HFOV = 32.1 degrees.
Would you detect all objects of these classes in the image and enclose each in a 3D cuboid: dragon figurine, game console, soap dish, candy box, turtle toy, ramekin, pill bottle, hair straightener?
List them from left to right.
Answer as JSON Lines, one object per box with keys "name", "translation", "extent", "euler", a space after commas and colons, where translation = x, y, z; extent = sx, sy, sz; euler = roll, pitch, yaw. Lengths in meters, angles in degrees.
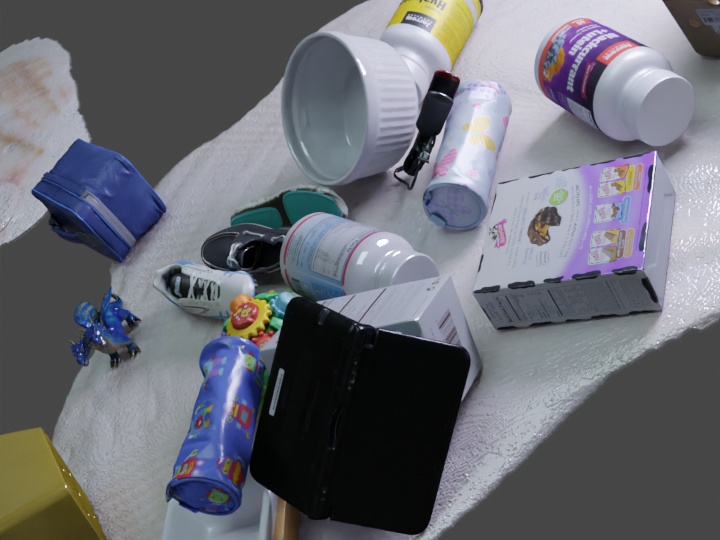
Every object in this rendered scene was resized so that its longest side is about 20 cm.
{"name": "dragon figurine", "translation": [-0.355, 0.065, 1.730], "extent": [0.058, 0.100, 0.201], "euler": [-26, 39, 13]}
{"name": "soap dish", "translation": [-0.138, 0.314, 1.320], "extent": [0.155, 0.081, 0.202], "euler": [-21, 41, 21]}
{"name": "turtle toy", "translation": [-0.125, 0.101, 1.508], "extent": [0.144, 0.101, 0.202], "euler": [-4, 49, 36]}
{"name": "ramekin", "translation": [-0.010, -0.218, 1.670], "extent": [0.104, 0.204, 0.199], "euler": [-9, 21, -36]}
{"name": "game console", "translation": [-0.005, 0.147, 1.280], "extent": [0.175, 0.115, 0.203], "euler": [22, 101, 45]}
{"name": "pill bottle", "translation": [0.000, 0.000, 1.505], "extent": [0.199, 0.109, 0.109], "euler": [19, 64, 47]}
{"name": "hair straightener", "translation": [0.074, -0.164, 1.582], "extent": [0.201, 0.040, 0.078], "euler": [121, 170, -56]}
{"name": "pill bottle", "translation": [0.091, -0.329, 1.763], "extent": [0.110, 0.112, 0.202], "euler": [3, 54, 40]}
{"name": "candy box", "translation": [0.236, -0.031, 1.378], "extent": [0.197, 0.072, 0.169], "euler": [-9, 46, 31]}
{"name": "pill bottle", "translation": [0.302, -0.222, 1.484], "extent": [0.111, 0.112, 0.200], "euler": [-40, 38, -4]}

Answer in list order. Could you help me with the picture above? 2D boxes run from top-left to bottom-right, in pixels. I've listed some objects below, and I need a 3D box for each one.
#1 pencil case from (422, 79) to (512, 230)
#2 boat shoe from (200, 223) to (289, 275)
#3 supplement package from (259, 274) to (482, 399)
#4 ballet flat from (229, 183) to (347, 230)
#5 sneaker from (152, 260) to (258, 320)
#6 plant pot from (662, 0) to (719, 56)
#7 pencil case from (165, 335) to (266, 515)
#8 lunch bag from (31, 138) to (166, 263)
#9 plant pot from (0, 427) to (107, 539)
{"name": "pencil case", "translation": [0.135, -0.146, 1.567], "extent": [0.091, 0.082, 0.202], "euler": [118, 171, -55]}
{"name": "boat shoe", "translation": [-0.148, -0.028, 1.669], "extent": [0.198, 0.062, 0.074], "euler": [2, 89, 36]}
{"name": "supplement package", "translation": [0.013, 0.096, 1.364], "extent": [0.197, 0.118, 0.117], "euler": [-13, 19, 29]}
{"name": "ballet flat", "translation": [-0.093, -0.087, 1.706], "extent": [0.198, 0.072, 0.072], "euler": [-6, 47, 34]}
{"name": "sneaker", "translation": [-0.205, 0.028, 1.659], "extent": [0.198, 0.072, 0.073], "euler": [8, 95, 49]}
{"name": "plant pot", "translation": [0.455, -0.358, 1.453], "extent": [0.198, 0.200, 0.179], "euler": [12, 71, 44]}
{"name": "pencil case", "translation": [-0.154, 0.170, 1.350], "extent": [0.086, 0.078, 0.202], "euler": [-33, 34, 37]}
{"name": "lunch bag", "translation": [-0.412, -0.103, 1.915], "extent": [0.199, 0.136, 0.133], "euler": [20, 64, 48]}
{"name": "plant pot", "translation": [-0.405, 0.307, 1.463], "extent": [0.175, 0.202, 0.200], "euler": [-31, 36, -11]}
